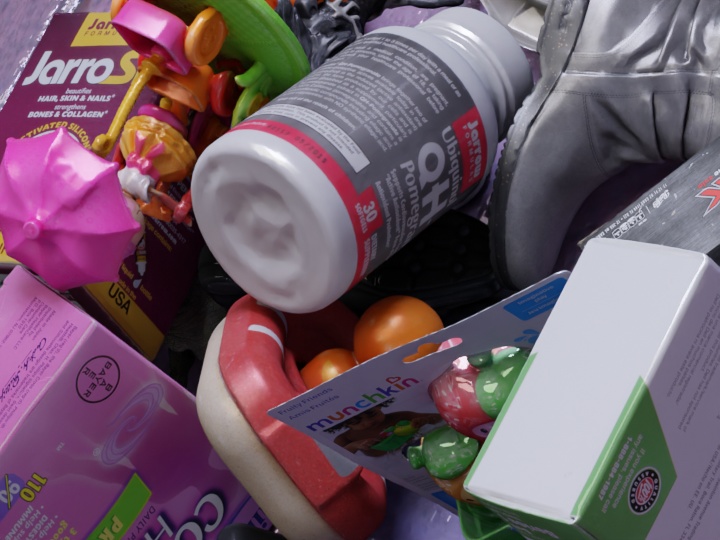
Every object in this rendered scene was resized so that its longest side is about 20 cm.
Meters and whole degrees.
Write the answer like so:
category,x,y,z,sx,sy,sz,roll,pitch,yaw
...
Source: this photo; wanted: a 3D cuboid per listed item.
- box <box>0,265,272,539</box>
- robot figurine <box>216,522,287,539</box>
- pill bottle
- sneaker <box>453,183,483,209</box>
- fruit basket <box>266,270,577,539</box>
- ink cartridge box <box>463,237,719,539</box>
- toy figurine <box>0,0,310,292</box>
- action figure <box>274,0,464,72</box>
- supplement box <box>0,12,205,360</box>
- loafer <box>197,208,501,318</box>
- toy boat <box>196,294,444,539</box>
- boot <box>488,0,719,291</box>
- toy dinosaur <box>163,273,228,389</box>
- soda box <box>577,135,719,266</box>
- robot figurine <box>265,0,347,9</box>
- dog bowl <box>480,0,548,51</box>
category,x,y,z,sx,sy,sz,roll,pitch,yaw
box,-0.166,0.130,1.678,0.176,0.200,0.097,-53,41,-5
robot figurine,-0.055,0.239,1.558,0.124,0.150,0.200,-7,51,9
pill bottle,0.007,-0.070,1.628,0.111,0.111,0.200,4,33,44
sneaker,-0.029,-0.055,1.775,0.200,0.099,0.071,-23,48,29
fruit basket,0.082,0.077,1.499,0.185,0.200,0.094,-26,61,25
ink cartridge box,0.165,0.099,1.407,0.084,0.200,0.146,11,67,49
toy figurine,-0.134,-0.066,1.652,0.150,0.200,0.184,26,71,23
action figure,0.022,-0.163,1.783,0.102,0.119,0.200,10,54,46
supplement box,-0.159,-0.054,1.792,0.131,0.103,0.200,1,55,37
loafer,0.000,0.000,1.731,0.200,0.070,0.068,-2,61,26
toy boat,-0.009,0.062,1.616,0.131,0.131,0.200,-35,12,9
boot,0.154,-0.070,1.639,0.131,0.070,0.201,17,99,20
toy dinosaur,-0.126,0.024,1.818,0.200,0.077,0.102,34,99,55
soda box,0.221,-0.038,1.563,0.200,0.063,0.071,-39,42,13
robot figurine,-0.079,-0.169,1.895,0.200,0.144,0.117,12,44,46
dog bowl,0.141,-0.221,1.720,0.200,0.059,0.201,-2,84,21
